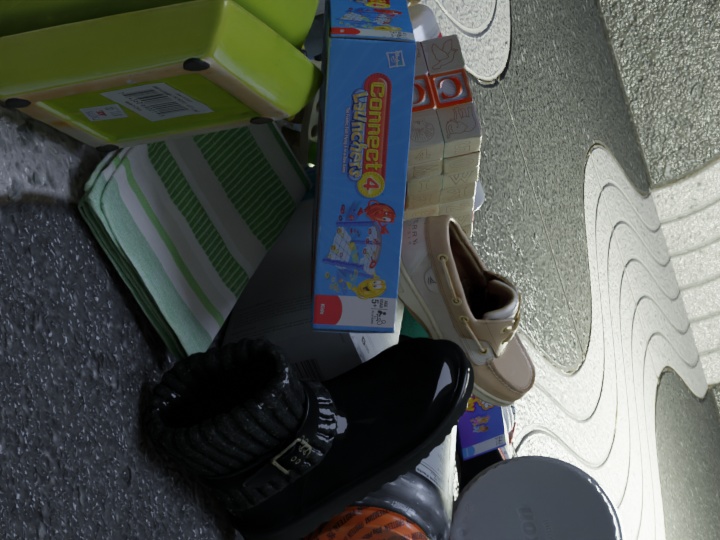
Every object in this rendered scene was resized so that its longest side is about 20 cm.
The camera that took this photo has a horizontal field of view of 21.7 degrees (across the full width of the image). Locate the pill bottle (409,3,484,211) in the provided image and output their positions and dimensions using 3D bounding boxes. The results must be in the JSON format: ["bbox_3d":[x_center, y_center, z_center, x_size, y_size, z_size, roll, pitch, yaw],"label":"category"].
[{"bbox_3d":[0.048,-0.144,1.793,0.112,0.112,0.200,-68,140,-62],"label":"pill bottle"}]

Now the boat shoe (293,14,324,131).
[{"bbox_3d":[-0.014,-0.138,1.639,0.200,0.071,0.091,-99,165,-51],"label":"boat shoe"}]

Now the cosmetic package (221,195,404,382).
[{"bbox_3d":[-0.030,0.025,1.432,0.200,0.108,0.085,-74,146,-56],"label":"cosmetic package"}]

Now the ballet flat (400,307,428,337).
[{"bbox_3d":[0.048,0.081,1.561,0.068,0.068,0.200,-47,155,-57],"label":"ballet flat"}]

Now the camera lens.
[{"bbox_3d":[0.156,0.252,1.675,0.200,0.160,0.160,67,13,-75],"label":"camera lens"}]

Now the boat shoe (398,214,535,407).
[{"bbox_3d":[0.091,0.032,1.457,0.200,0.069,0.074,49,36,-35],"label":"boat shoe"}]

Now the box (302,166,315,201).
[{"bbox_3d":[0.000,0.000,1.635,0.082,0.049,0.200,-50,124,-69],"label":"box"}]

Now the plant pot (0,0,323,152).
[{"bbox_3d":[-0.131,-0.183,1.149,0.200,0.199,0.182,29,54,-69],"label":"plant pot"}]

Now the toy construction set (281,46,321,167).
[{"bbox_3d":[-0.075,-0.106,1.446,0.200,0.092,0.131,-60,158,-56],"label":"toy construction set"}]

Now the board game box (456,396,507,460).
[{"bbox_3d":[0.078,0.055,1.689,0.135,0.045,0.200,-117,-169,-45],"label":"board game box"}]

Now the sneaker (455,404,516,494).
[{"bbox_3d":[0.131,0.193,1.852,0.108,0.067,0.202,10,64,-68],"label":"sneaker"}]

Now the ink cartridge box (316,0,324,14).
[{"bbox_3d":[-0.077,-0.327,1.604,0.200,0.083,0.147,-87,154,-43],"label":"ink cartridge box"}]

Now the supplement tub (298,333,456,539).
[{"bbox_3d":[0.011,0.152,1.426,0.200,0.122,0.123,-82,152,-49],"label":"supplement tub"}]

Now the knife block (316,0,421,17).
[{"bbox_3d":[0.005,-0.310,1.699,0.064,0.200,0.176,26,71,-26],"label":"knife block"}]

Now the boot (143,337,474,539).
[{"bbox_3d":[-0.029,0.086,1.257,0.079,0.211,0.158,42,-14,44],"label":"boot"}]

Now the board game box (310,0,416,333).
[{"bbox_3d":[-0.001,-0.085,1.280,0.196,0.056,0.200,-95,-172,-69],"label":"board game box"}]

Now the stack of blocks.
[{"bbox_3d":[0.050,-0.109,1.469,0.200,0.059,0.115,89,-12,-69],"label":"stack of blocks"}]

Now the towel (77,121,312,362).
[{"bbox_3d":[-0.108,-0.053,1.285,0.153,0.023,0.200,60,39,-28],"label":"towel"}]
